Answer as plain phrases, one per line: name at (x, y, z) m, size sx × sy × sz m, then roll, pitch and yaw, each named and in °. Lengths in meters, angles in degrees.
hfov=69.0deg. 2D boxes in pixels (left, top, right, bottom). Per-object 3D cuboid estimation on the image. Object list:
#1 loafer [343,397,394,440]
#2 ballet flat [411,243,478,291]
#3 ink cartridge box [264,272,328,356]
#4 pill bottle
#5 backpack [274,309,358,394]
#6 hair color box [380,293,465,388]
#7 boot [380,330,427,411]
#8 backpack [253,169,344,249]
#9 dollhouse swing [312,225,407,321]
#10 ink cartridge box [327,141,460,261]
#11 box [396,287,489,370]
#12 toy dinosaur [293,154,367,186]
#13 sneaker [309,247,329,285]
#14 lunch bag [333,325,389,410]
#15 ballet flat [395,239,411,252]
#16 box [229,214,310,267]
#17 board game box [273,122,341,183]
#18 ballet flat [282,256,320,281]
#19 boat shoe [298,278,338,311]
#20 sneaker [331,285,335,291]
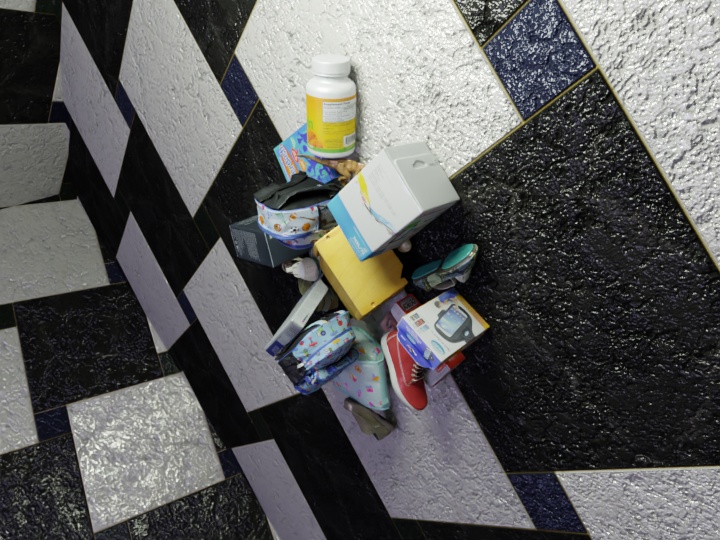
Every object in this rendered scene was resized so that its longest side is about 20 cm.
loafer at (0.020, 0.428, 1.490) m, size 0.200 × 0.069 × 0.075 m, roll 41°, pitch 167°, yaw -29°
ballet flat at (0.193, 0.000, 1.112) m, size 0.200 × 0.074 × 0.075 m, roll -25°, pitch 91°, yaw 56°
ink cartridge box at (-0.158, 0.113, 1.386) m, size 0.043 × 0.200 × 0.196 m, roll 39°, pitch 138°, yaw -5°
pill bottle at (-0.065, -0.362, 1.156) m, size 0.111 × 0.111 × 0.202 m, roll 31°, pitch 133°, yaw 36°
backpack at (-0.088, 0.195, 1.304) m, size 0.135 × 0.182 × 0.200 m, roll 54°, pitch 132°, yaw 12°
hair color box at (0.146, 0.169, 1.261) m, size 0.200 × 0.064 × 0.111 m, roll 52°, pitch 143°, yaw 18°
boot at (0.134, 0.230, 1.205) m, size 0.144 × 0.072 × 0.202 m, roll -18°, pitch 95°, yaw 53°
backpack at (-0.152, -0.142, 1.245) m, size 0.199 × 0.189 × 0.156 m, roll 27°, pitch 123°, yaw 45°
dollhouse swing at (0.000, 0.000, 1.262) m, size 0.201 × 0.181 × 0.176 m, roll 55°, pitch -176°, yaw 10°
ink cartridge box at (0.066, -0.141, 1.072) m, size 0.200 × 0.146 × 0.147 m, roll -38°, pitch 79°, yaw 43°
box at (0.167, 0.121, 1.088) m, size 0.119 × 0.199 × 0.042 m, roll 48°, pitch 136°, yaw 19°
toy dinosaur at (-0.046, -0.242, 1.215) m, size 0.198 × 0.061 × 0.106 m, roll 10°, pitch 159°, yaw 4°
sneaker at (-0.109, -0.059, 1.432) m, size 0.081 × 0.073 × 0.202 m, roll 32°, pitch 131°, yaw 41°
lunch bag at (0.010, 0.273, 1.444) m, size 0.199 × 0.121 × 0.172 m, roll 25°, pitch 128°, yaw 48°
ballet flat at (0.040, -0.096, 1.234) m, size 0.199 × 0.057 × 0.067 m, roll 36°, pitch 136°, yaw 32°
box at (-0.260, -0.097, 1.527) m, size 0.199 × 0.148 × 0.108 m, roll 13°, pitch 122°, yaw 47°
board game box at (-0.135, -0.281, 1.348) m, size 0.199 × 0.045 × 0.153 m, roll -17°, pitch 98°, yaw 54°
ballet flat at (-0.171, -0.002, 1.465) m, size 0.200 × 0.062 × 0.068 m, roll 11°, pitch 113°, yaw 65°
boat shoe at (-0.125, 0.052, 1.509) m, size 0.200 × 0.068 × 0.075 m, roll 58°, pitch 132°, yaw 48°
sneaker at (-0.015, -0.008, 1.355) m, size 0.199 × 0.076 × 0.091 m, roll -32°, pitch 79°, yaw 44°
